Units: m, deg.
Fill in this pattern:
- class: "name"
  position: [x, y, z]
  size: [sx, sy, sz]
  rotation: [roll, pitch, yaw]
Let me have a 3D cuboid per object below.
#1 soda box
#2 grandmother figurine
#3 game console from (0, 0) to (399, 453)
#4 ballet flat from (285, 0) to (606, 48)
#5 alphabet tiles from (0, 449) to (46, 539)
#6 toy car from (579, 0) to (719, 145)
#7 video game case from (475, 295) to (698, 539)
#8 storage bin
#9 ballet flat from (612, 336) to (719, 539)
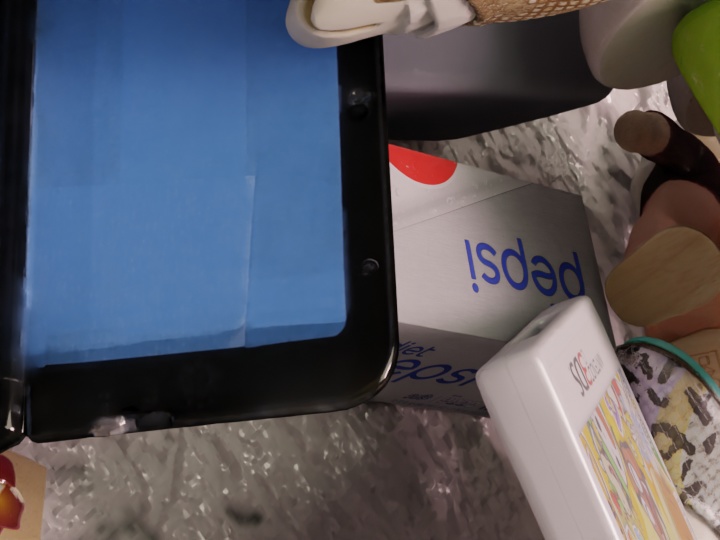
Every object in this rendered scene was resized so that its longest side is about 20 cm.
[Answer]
- class: "soda box"
  position: [0.000, 0.000, 0.839]
  size: [0.200, 0.063, 0.068]
  rotation: [12, 60, -48]
- class: "grandmother figurine"
  position: [0.130, -0.010, 0.978]
  size: [0.200, 0.061, 0.121]
  rotation: [-68, 149, -66]
- class: "game console"
  position: [-0.092, -0.060, 0.710]
  size: [0.176, 0.116, 0.200]
  rotation: [29, 47, -40]
- class: "ballet flat"
  position: [-0.023, -0.101, 0.723]
  size: [0.200, 0.071, 0.065]
  rotation: [23, 82, -3]
- class: "alphabet tiles"
  position: [-0.139, 0.102, 0.653]
  size: [0.200, 0.006, 0.167]
  rotation: [30, 47, -38]
- class: "toy car"
  position: [0.183, -0.058, 0.868]
  size: [0.200, 0.150, 0.175]
  rotation: [18, 40, -62]
- class: "video game case"
  position: [0.094, 0.108, 0.762]
  size: [0.182, 0.023, 0.200]
  rotation: [-23, 90, -79]
- class: "storage bin"
  position: [0.015, -0.119, 0.880]
  size: [0.200, 0.145, 0.134]
  rotation: [-4, 83, -52]
- class: "ballet flat"
  position: [0.121, 0.117, 0.892]
  size: [0.200, 0.072, 0.072]
  rotation: [64, 32, -31]
